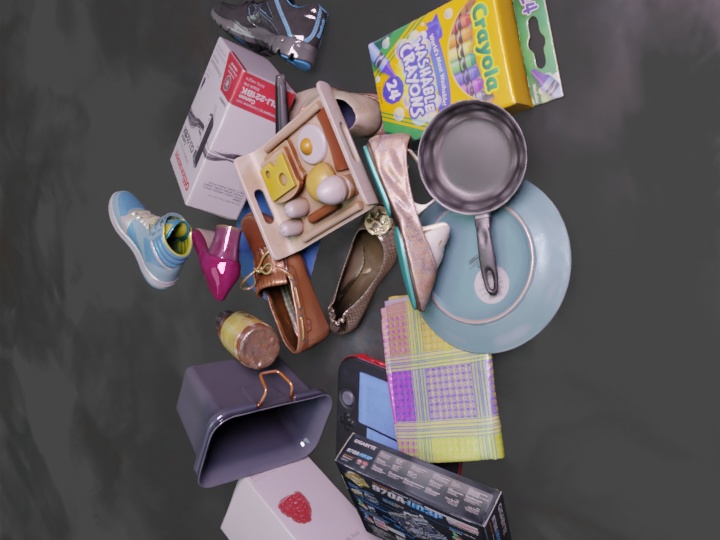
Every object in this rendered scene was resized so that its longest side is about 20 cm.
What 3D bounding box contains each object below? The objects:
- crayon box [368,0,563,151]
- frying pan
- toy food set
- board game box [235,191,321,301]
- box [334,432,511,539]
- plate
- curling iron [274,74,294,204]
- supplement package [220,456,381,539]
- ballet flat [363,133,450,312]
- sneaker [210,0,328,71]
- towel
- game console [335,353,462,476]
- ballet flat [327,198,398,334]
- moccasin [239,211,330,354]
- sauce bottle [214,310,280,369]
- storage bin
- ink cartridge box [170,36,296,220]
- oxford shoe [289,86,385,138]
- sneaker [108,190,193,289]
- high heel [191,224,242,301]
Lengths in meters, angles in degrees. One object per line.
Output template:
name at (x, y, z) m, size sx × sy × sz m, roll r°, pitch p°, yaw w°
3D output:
crayon box at (0.107, -0.220, 0.651) m, size 0.198 × 0.051 × 0.128 m, roll -12°, pitch 89°, yaw 40°
frying pan at (0.135, -0.084, 0.615) m, size 0.114 × 0.031 × 0.192 m, roll -32°, pitch 90°, yaw 28°
toy food set at (-0.074, -0.109, 0.713) m, size 0.199 × 0.060 × 0.145 m, roll -25°, pitch 89°, yaw 45°
board game box at (-0.112, -0.051, 0.869) m, size 0.157 × 0.039 × 0.203 m, roll 33°, pitch 121°, yaw 26°
box at (0.076, 0.287, 0.703) m, size 0.198 × 0.046 × 0.161 m, roll 11°, pitch 134°, yaw 35°
plate at (0.131, -0.010, 0.659) m, size 0.198 × 0.025 × 0.204 m, roll -4°, pitch 84°, yaw 36°
curling iron at (-0.092, -0.149, 0.777) m, size 0.049 × 0.025 × 0.204 m, roll 12°, pitch 113°, yaw 40°
supplement package at (-0.086, 0.379, 0.856) m, size 0.199 × 0.120 × 0.121 m, roll 38°, pitch 119°, yaw 28°
ballet flat at (0.061, -0.058, 0.656) m, size 0.066 × 0.068 × 0.203 m, roll -17°, pitch 90°, yaw 1°
sneaker at (-0.124, -0.342, 0.824) m, size 0.198 × 0.073 × 0.083 m, roll 30°, pitch 98°, yaw 27°
towel at (0.094, 0.119, 0.702) m, size 0.142 × 0.023 × 0.204 m, roll -14°, pitch 76°, yaw 34°
game console at (0.046, 0.214, 0.781) m, size 0.198 × 0.031 × 0.180 m, roll 15°, pitch 106°, yaw 38°
ballet flat at (0.000, 0.000, 0.776) m, size 0.067 × 0.046 × 0.202 m, roll 39°, pitch 119°, yaw 28°
moccasin at (-0.115, 0.016, 0.813) m, size 0.073 × 0.077 × 0.204 m, roll -20°, pitch 90°, yaw 41°
sauce bottle at (-0.177, 0.093, 0.889) m, size 0.199 × 0.065 × 0.067 m, roll 16°, pitch 108°, yaw 62°
storage bin at (-0.160, 0.189, 0.851) m, size 0.134 × 0.198 × 0.147 m, roll 41°, pitch 121°, yaw 37°
ink cartridge box at (-0.185, -0.196, 0.835) m, size 0.202 × 0.083 × 0.145 m, roll -60°, pitch 38°, yaw 22°
oxford shoe at (-0.054, -0.205, 0.771) m, size 0.198 × 0.073 × 0.072 m, roll 8°, pitch 105°, yaw 40°
sneaker at (-0.358, -0.082, 1.042) m, size 0.130 × 0.079 × 0.201 m, roll -41°, pitch 81°, yaw 38°
high heel at (-0.212, -0.009, 0.845) m, size 0.200 × 0.066 × 0.098 m, roll 174°, pitch 108°, yaw -70°
